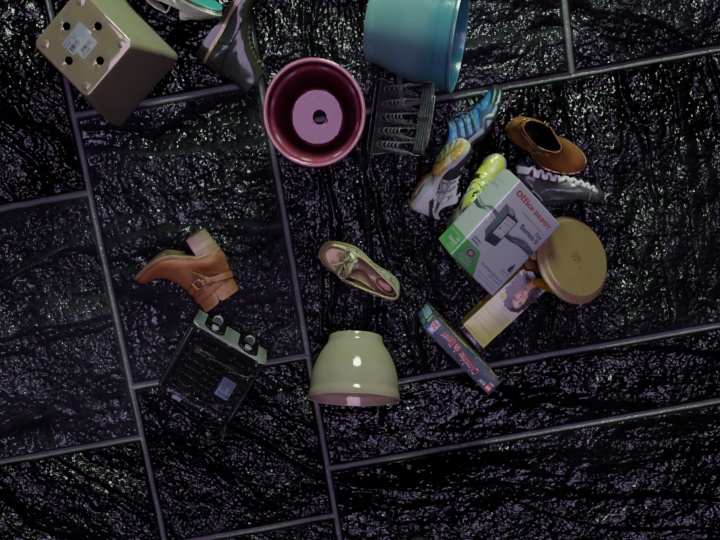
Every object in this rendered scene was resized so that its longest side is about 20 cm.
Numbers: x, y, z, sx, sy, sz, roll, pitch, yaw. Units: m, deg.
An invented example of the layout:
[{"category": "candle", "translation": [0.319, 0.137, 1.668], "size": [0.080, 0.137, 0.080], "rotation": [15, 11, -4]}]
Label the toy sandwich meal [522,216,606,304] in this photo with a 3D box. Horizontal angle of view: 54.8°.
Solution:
[{"category": "toy sandwich meal", "translation": [0.433, -0.021, 1.479], "size": [0.199, 0.070, 0.212], "rotation": [6, 74, -21]}]

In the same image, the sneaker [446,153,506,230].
[{"category": "sneaker", "translation": [0.253, -0.149, 1.464], "size": [0.074, 0.076, 0.204], "rotation": [26, 98, -5]}]

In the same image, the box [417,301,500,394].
[{"category": "box", "translation": [0.207, 0.163, 1.482], "size": [0.038, 0.137, 0.200], "rotation": [-44, 98, 6]}]

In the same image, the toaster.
[{"category": "toaster", "translation": [-0.313, 0.212, 1.477], "size": [0.178, 0.119, 0.203], "rotation": [31, 102, -10]}]

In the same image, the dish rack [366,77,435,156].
[{"category": "dish rack", "translation": [0.082, -0.303, 1.383], "size": [0.053, 0.199, 0.158], "rotation": [3, 100, -25]}]

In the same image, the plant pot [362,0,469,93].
[{"category": "plant pot", "translation": [0.106, -0.466, 1.364], "size": [0.183, 0.200, 0.206], "rotation": [11, 99, 12]}]

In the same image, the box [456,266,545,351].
[{"category": "box", "translation": [0.306, 0.079, 1.515], "size": [0.200, 0.050, 0.075], "rotation": [-45, 96, 6]}]

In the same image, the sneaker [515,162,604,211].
[{"category": "sneaker", "translation": [0.413, -0.159, 1.471], "size": [0.194, 0.066, 0.093], "rotation": [16, 95, 1]}]

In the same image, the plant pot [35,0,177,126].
[{"category": "plant pot", "translation": [-0.509, -0.428, 1.357], "size": [0.200, 0.177, 0.200], "rotation": [44, 96, -8]}]

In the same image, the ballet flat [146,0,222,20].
[{"category": "ballet flat", "translation": [-0.370, -0.546, 1.409], "size": [0.196, 0.068, 0.063], "rotation": [27, 127, -2]}]

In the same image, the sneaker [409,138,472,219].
[{"category": "sneaker", "translation": [0.183, -0.186, 1.433], "size": [0.086, 0.077, 0.201], "rotation": [28, 137, -11]}]

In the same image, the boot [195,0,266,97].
[{"category": "boot", "translation": [-0.224, -0.474, 1.415], "size": [0.137, 0.078, 0.201], "rotation": [37, 107, -12]}]

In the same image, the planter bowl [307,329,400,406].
[{"category": "planter bowl", "translation": [-0.011, 0.206, 1.472], "size": [0.194, 0.201, 0.139], "rotation": [3, 72, -1]}]

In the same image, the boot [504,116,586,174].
[{"category": "boot", "translation": [0.391, -0.255, 1.411], "size": [0.197, 0.155, 0.078], "rotation": [33, 97, -6]}]

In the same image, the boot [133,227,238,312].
[{"category": "boot", "translation": [-0.371, 0.023, 1.485], "size": [0.196, 0.074, 0.157], "rotation": [-27, 105, 9]}]

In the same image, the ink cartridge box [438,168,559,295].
[{"category": "ink cartridge box", "translation": [0.280, -0.078, 1.406], "size": [0.145, 0.084, 0.200], "rotation": [39, 100, -24]}]

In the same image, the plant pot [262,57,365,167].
[{"category": "plant pot", "translation": [-0.089, -0.308, 1.382], "size": [0.193, 0.179, 0.207], "rotation": [0, 99, -2]}]

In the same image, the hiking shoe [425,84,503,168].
[{"category": "hiking shoe", "translation": [0.222, -0.304, 1.441], "size": [0.085, 0.074, 0.203], "rotation": [31, 97, -6]}]

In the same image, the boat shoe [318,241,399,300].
[{"category": "boat shoe", "translation": [0.000, 0.000, 1.490], "size": [0.196, 0.063, 0.075], "rotation": [27, 98, -4]}]
